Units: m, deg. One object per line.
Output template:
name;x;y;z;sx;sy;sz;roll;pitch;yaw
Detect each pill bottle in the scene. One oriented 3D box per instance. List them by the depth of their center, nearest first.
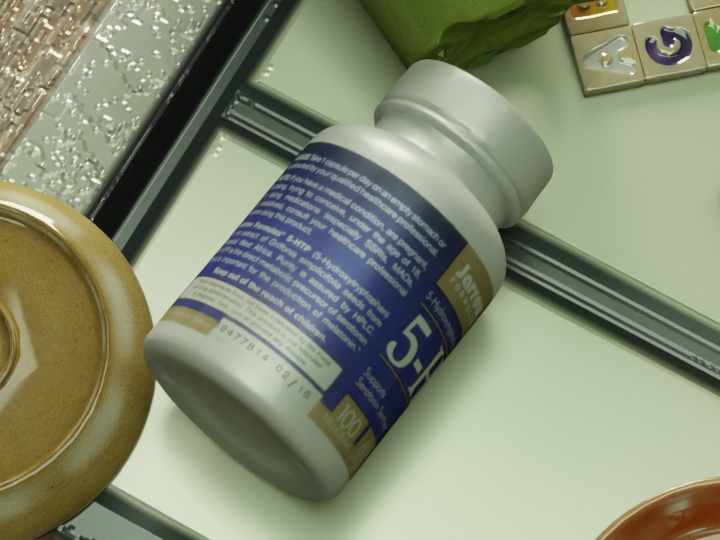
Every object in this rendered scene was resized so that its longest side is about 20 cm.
pill bottle;0.000;0.000;1.275;0.120;0.120;0.200;35;73;12

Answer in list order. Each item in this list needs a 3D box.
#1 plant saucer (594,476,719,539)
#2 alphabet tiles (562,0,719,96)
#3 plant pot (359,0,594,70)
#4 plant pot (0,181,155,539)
plant saucer;0.184;0.197;1.248;0.199;0.032;0.201;0;70;-1
alphabet tiles;0.176;-0.199;1.415;0.166;0.008;0.201;-12;70;-5
plant pot;0.041;-0.207;1.338;0.199;0.200;0.191;-25;84;-10
plant pot;-0.201;0.042;1.307;0.199;0.028;0.201;0;69;-1
